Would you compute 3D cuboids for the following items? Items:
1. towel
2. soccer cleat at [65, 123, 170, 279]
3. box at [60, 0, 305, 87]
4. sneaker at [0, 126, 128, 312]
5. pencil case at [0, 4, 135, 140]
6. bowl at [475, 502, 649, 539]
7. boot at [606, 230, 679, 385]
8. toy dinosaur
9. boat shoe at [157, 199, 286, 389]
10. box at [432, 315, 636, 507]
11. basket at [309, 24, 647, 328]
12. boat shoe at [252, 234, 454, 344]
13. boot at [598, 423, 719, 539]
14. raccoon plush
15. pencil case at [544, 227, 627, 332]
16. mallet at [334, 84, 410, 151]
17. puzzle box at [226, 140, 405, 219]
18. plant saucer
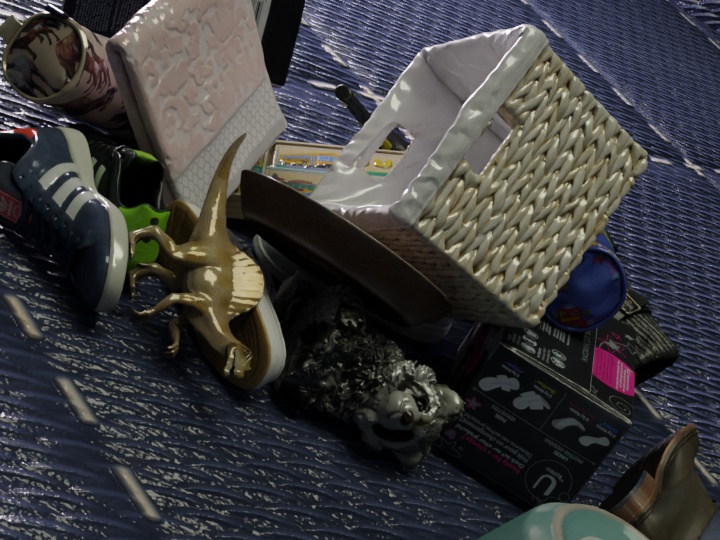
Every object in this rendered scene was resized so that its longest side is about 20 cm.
[{"bbox_3d":[-0.132,-0.155,1.389,0.032,0.191,0.200,0,34,26],"label":"towel"},{"bbox_3d":[-0.194,-0.072,1.312,0.067,0.081,0.200,17,27,-34],"label":"soccer cleat"},{"bbox_3d":[-0.171,-0.246,1.542,0.148,0.104,0.200,13,1,-38],"label":"box"},{"bbox_3d":[-0.236,-0.040,1.227,0.084,0.075,0.200,5,33,-31],"label":"sneaker"},{"bbox_3d":[-0.225,-0.166,1.399,0.090,0.078,0.200,56,13,16],"label":"pencil case"},{"bbox_3d":[0.156,0.241,1.147,0.201,0.105,0.201,29,25,-14],"label":"bowl"},{"bbox_3d":[0.212,0.047,1.596,0.211,0.079,0.158,-11,69,-39],"label":"boot"},{"bbox_3d":[-0.122,-0.003,1.216,0.101,0.058,0.200,-1,64,-10],"label":"toy dinosaur"},{"bbox_3d":[-0.096,0.018,1.284,0.069,0.071,0.200,16,30,-41],"label":"boat shoe"},{"bbox_3d":[0.149,0.097,1.392,0.132,0.115,0.200,32,22,-2],"label":"box"},{"bbox_3d":[0.090,-0.072,1.342,0.161,0.198,0.200,42,-15,-21],"label":"basket"},{"bbox_3d":[0.001,0.001,1.442,0.202,0.065,0.074,24,25,-18],"label":"boat shoe"},{"bbox_3d":[0.273,0.206,1.418,0.097,0.075,0.200,49,33,5],"label":"boot"},{"bbox_3d":[0.009,0.069,1.307,0.134,0.097,0.200,34,23,-19],"label":"raccoon plush"},{"bbox_3d":[0.180,-0.026,1.427,0.087,0.078,0.200,56,13,-23],"label":"pencil case"},{"bbox_3d":[0.005,-0.152,1.678,0.066,0.041,0.200,42,-1,30],"label":"mallet"},{"bbox_3d":[-0.035,-0.080,1.496,0.200,0.025,0.133,5,27,-2],"label":"puzzle box"},{"bbox_3d":[-0.019,-0.011,1.292,0.200,0.035,0.200,33,-8,5],"label":"plant saucer"}]
